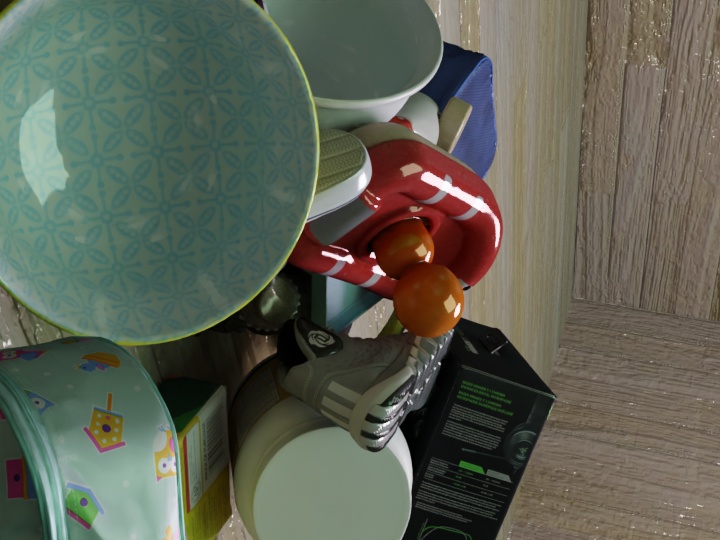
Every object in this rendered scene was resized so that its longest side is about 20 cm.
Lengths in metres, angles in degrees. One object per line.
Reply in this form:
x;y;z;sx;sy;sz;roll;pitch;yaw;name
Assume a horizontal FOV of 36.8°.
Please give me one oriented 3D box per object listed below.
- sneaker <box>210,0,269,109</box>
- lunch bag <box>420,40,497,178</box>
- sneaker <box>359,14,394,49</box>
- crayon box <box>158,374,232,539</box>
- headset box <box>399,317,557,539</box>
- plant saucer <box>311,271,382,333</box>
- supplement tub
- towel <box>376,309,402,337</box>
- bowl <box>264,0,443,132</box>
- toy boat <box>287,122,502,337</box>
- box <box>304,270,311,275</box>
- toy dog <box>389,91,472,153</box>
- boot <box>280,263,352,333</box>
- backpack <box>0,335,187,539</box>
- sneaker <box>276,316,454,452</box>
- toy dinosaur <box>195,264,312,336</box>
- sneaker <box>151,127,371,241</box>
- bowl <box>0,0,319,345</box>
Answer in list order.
-0.117;-0.193;0.651;0.087;0.074;0.203;-5;77;-61;sneaker
0.061;-0.164;1.185;0.136;0.131;0.201;-51;151;-28;lunch bag
-0.009;-0.222;0.923;0.200;0.066;0.092;-160;-125;-67;sneaker
-0.158;0.181;0.781;0.200;0.050;0.129;-51;147;-59;crayon box
0.077;0.144;0.964;0.174;0.091;0.203;-122;-128;-73;headset box
0.000;0.000;0.932;0.200;0.019;0.071;-33;126;-65;plant saucer
-0.036;0.155;0.896;0.200;0.142;0.147;-131;-134;-75;supplement tub
0.051;0.006;0.994;0.202;0.023;0.144;-64;174;-2;towel
-0.046;-0.155;0.790;0.202;0.199;0.091;-62;176;-45;bowl
0.034;-0.012;0.783;0.199;0.130;0.132;18;43;-56;toy boat
-0.033;-0.083;0.968;0.200;0.048;0.161;35;58;-58;box
0.024;-0.099;0.926;0.199;0.131;0.097;-23;140;-54;toy dog
-0.030;-0.023;1.077;0.202;0.069;0.133;-73;154;-44;boot
-0.165;0.135;0.531;0.152;0.174;0.204;0;93;-41;backpack
-0.001;0.061;0.822;0.076;0.114;0.200;-69;167;14;sneaker
-0.074;0.027;0.884;0.200;0.101;0.078;26;74;-68;toy dinosaur
-0.084;-0.032;0.703;0.071;0.197;0.074;66;8;-51;sneaker
-0.132;-0.070;0.609;0.107;0.197;0.204;-151;-117;-62;bowl
